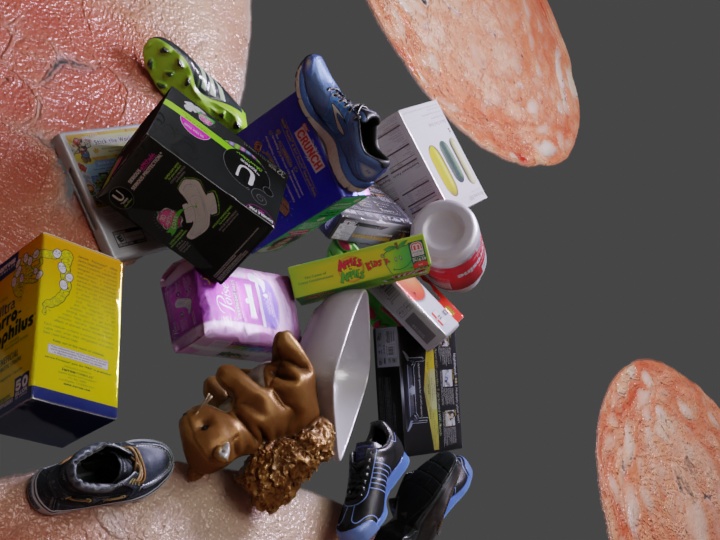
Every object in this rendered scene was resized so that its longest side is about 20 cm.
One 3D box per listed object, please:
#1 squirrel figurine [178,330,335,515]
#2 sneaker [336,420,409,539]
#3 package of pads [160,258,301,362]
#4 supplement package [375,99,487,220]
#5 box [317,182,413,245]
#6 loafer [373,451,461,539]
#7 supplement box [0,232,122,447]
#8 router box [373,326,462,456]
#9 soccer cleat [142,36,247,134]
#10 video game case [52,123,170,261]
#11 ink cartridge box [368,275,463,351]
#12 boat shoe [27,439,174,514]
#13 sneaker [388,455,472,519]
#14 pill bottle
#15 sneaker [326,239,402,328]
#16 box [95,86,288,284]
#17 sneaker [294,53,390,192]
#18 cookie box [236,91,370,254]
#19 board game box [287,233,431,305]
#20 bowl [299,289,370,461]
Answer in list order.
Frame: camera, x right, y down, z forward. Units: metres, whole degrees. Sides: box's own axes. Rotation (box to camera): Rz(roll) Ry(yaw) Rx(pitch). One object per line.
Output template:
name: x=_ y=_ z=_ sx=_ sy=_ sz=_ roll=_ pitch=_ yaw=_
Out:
squirrel figurine: x=-0.133 y=0.212 z=1.340 sx=0.201 sy=0.141 sz=0.187 roll=56 pitch=42 yaw=-4
sneaker: x=0.006 y=0.298 z=1.491 sx=0.078 sy=0.070 sz=0.200 roll=61 pitch=32 yaw=-19
package of pads: x=-0.172 y=0.057 z=1.443 sx=0.199 sy=0.075 sz=0.121 roll=12 pitch=54 yaw=-48
supplement package: x=0.093 y=-0.171 z=1.864 sx=0.152 sy=0.150 sz=0.201 roll=-27 pitch=89 yaw=-56
box: x=-0.020 y=-0.109 z=1.714 sx=0.199 sy=0.048 sz=0.159 roll=6 pitch=35 yaw=-50
loafer: x=0.089 y=0.355 z=1.516 sx=0.072 sy=0.073 sz=0.201 roll=38 pitch=83 yaw=-33
supplement box: x=-0.344 y=0.079 z=1.179 sx=0.109 sy=0.109 sz=0.201 roll=24 pitch=49 yaw=-41
router box: x=0.092 y=0.189 z=1.665 sx=0.157 sy=0.052 sz=0.202 roll=5 pitch=80 yaw=-50
soccer cleat: x=-0.249 y=-0.276 z=1.588 sx=0.200 sy=0.067 sz=0.081 roll=45 pitch=21 yaw=-24
video game case: x=-0.304 y=-0.111 z=1.434 sx=0.200 sy=0.023 sz=0.183 roll=-19 pitch=83 yaw=-54
ink cartridge box: x=0.097 y=0.033 z=1.669 sx=0.162 sy=0.050 sz=0.200 roll=46 pitch=27 yaw=5
boat shoe: x=-0.269 y=0.227 z=1.191 sx=0.200 sy=0.091 sz=0.071 roll=-8 pitch=73 yaw=-53
sneaker: x=0.109 y=0.330 z=1.620 sx=0.078 sy=0.070 sz=0.200 roll=63 pitch=36 yaw=-11
pill bottle: x=0.152 y=-0.031 z=1.756 sx=0.200 sy=0.111 sz=0.113 roll=57 pitch=19 yaw=-67
sneaker: x=0.012 y=0.024 z=1.713 sx=0.200 sy=0.076 sz=0.084 roll=54 pitch=21 yaw=-20
box: x=-0.215 y=-0.112 z=1.378 sx=0.200 sy=0.124 sz=0.149 roll=37 pitch=29 yaw=-19
sneaker: x=-0.017 y=-0.214 z=1.459 sx=0.078 sy=0.089 sz=0.201 roll=-28 pitch=90 yaw=-57
cookie box: x=-0.107 y=-0.142 z=1.548 sx=0.075 sy=0.199 sz=0.172 roll=-14 pitch=79 yaw=-54
board game box: x=0.000 y=0.000 z=1.528 sx=0.102 sy=0.199 sz=0.048 roll=76 pitch=0 yaw=-82
bowl: x=-0.043 y=0.144 z=1.495 sx=0.200 sy=0.074 sz=0.201 roll=-69 pitch=162 yaw=-45
